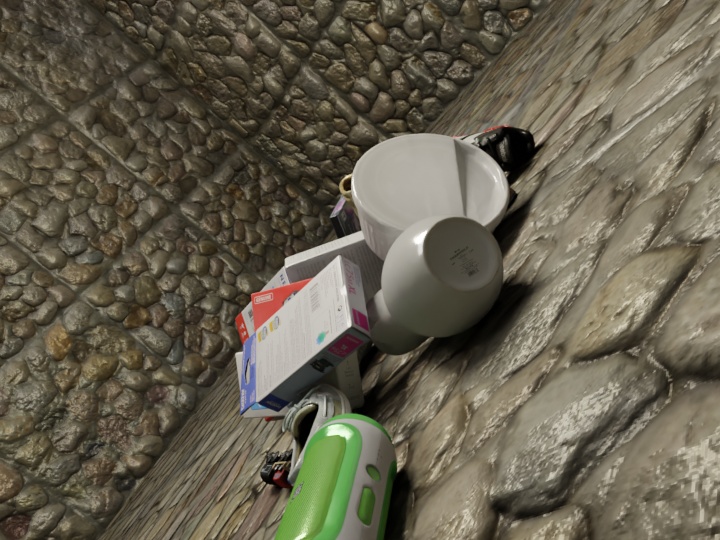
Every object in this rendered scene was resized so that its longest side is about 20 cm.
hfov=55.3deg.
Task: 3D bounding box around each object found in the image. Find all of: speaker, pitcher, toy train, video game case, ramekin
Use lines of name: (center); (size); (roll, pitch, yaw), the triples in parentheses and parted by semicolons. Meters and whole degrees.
speaker: (-0.020, 0.196, 0.532); (0.088, 0.088, 0.200); (-46, 8, 21)
pitcher: (0.095, 0.005, 0.756); (0.171, 0.121, 0.200); (-36, -10, -22)
toy train: (-0.091, 0.251, 0.866); (0.046, 0.034, 0.200); (-57, 9, -26)
video game case: (0.000, -0.071, 1.198); (0.019, 0.143, 0.200); (-14, 24, 19)
ramekin: (0.088, -0.082, 0.903); (0.203, 0.202, 0.094); (-55, -22, -36)

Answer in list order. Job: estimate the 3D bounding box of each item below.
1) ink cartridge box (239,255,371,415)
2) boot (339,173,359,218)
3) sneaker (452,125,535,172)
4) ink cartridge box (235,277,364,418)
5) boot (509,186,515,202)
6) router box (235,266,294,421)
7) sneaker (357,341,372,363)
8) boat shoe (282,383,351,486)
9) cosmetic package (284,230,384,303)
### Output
ink cartridge box: (-0.073, 0.086, 0.833); (0.200, 0.042, 0.120); (-39, 37, 25)
boot: (0.053, -0.084, 1.087); (0.073, 0.156, 0.200); (-41, 28, -14)
sneaker: (0.182, -0.179, 1.062); (0.200, 0.071, 0.098); (-18, 12, -14)
ink cartridge box: (-0.091, 0.103, 0.918); (0.199, 0.177, 0.045); (-15, -10, 41)
boot: (0.150, -0.115, 1.046); (0.075, 0.097, 0.200); (-52, 8, -20)
router box: (-0.126, 0.123, 1.155); (0.049, 0.201, 0.179); (2, -34, -41)
sneaker: (-0.024, 0.132, 0.987); (0.200, 0.078, 0.099); (-51, 25, -14)
boat shoe: (-0.052, 0.178, 0.754); (0.075, 0.065, 0.202); (-58, 17, 14)
cosmetic package: (0.000, 0.000, 0.995); (0.199, 0.102, 0.071); (-19, 13, -2)
